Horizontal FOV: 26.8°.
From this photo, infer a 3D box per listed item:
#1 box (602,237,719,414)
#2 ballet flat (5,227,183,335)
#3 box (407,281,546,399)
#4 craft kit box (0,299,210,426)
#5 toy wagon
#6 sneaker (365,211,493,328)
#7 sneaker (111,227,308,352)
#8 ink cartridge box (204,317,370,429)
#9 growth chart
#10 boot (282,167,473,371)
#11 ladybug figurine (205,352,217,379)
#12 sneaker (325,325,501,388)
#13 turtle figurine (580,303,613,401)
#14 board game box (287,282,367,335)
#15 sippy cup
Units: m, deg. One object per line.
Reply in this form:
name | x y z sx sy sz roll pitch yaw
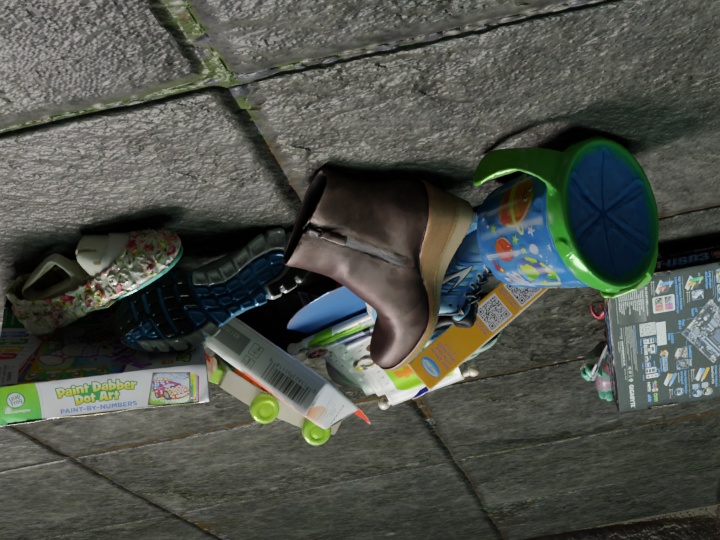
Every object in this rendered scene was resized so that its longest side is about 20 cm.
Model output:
box | 0.376 0.061 1.700 0.197 0.050 0.201 -11 126 3
ballet flat | -0.253 0.005 1.389 0.199 0.076 0.064 -27 121 29
box | 0.124 0.055 1.559 0.200 0.042 0.119 -40 175 10
craft kit box | -0.249 0.080 1.454 0.196 0.049 0.200 -4 -159 -9
toy wagon | -0.116 0.133 1.721 0.199 0.040 0.155 26 -174 -24
sneaker | 0.105 0.014 1.487 0.200 0.090 0.078 -38 149 15
sneaker | -0.145 0.027 1.436 0.199 0.075 0.087 -22 179 -23
ink cartridge box | -0.084 0.121 1.668 0.050 0.162 0.200 -53 158 -9
growth chart | 0.033 0.094 1.653 0.144 0.018 0.200 -27 141 23
boot | 0.000 0.000 1.390 0.165 0.072 0.201 8 119 -28
ladybug figurine | -0.253 0.094 1.611 0.198 0.073 0.136 0 161 -14
sneaker | 0.063 0.078 1.710 0.199 0.074 0.118 -12 169 -22
turtle figurine | 0.340 0.095 1.847 0.148 0.101 0.200 -4 157 4
board game box | 0.016 0.023 1.602 0.157 0.039 0.200 -27 157 25
sippy cup | 0.180 -0.041 1.372 0.139 0.179 0.130 -29 -170 -41
